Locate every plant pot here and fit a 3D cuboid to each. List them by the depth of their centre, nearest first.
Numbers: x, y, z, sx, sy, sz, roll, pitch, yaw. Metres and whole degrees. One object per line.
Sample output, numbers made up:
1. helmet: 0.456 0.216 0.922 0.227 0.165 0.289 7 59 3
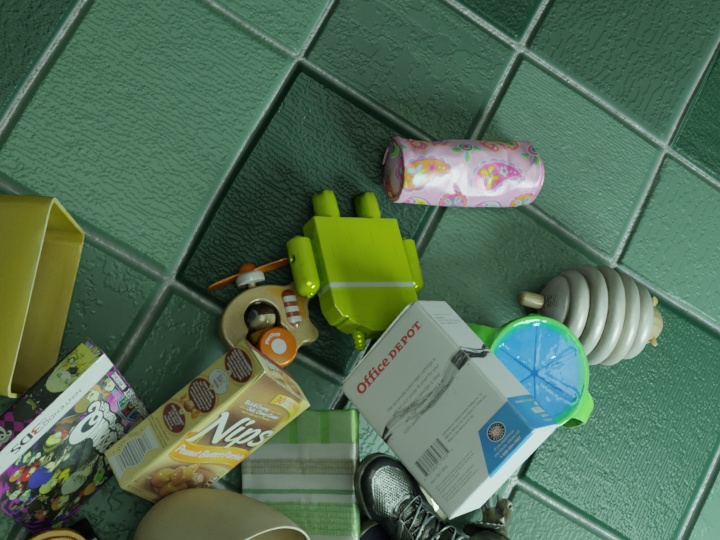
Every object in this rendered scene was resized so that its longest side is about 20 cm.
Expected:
1. plant pot: -0.412 0.021 1.185 0.176 0.200 0.201 11 80 -3
2. plant pot: -0.171 0.314 1.216 0.200 0.201 0.134 -40 55 -17

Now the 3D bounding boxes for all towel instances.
1. towel: -0.068 0.260 1.300 0.149 0.031 0.201 -2 81 18

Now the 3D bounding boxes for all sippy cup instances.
1. sippy cup: 0.188 0.127 1.370 0.139 0.130 0.178 -22 90 -19

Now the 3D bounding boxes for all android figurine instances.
1. android figurine: 0.000 0.000 1.346 0.181 0.041 0.201 -2 68 -35

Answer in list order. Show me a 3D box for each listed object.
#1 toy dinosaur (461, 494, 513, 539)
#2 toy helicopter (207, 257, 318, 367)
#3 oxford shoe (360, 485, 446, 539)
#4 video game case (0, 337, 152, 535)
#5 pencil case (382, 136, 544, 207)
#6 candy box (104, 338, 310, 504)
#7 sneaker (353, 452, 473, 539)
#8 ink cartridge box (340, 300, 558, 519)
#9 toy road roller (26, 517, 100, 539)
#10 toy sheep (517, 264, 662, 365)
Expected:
1. toy dinosaur: 0.155 0.341 1.319 0.102 0.200 0.077 40 108 1
2. toy helicopter: -0.090 0.028 1.343 0.132 0.079 0.200 47 63 3
3. oxford shoe: 0.054 0.302 1.339 0.200 0.074 0.071 -35 94 -17
4. video game case: -0.312 0.183 1.190 0.036 0.200 0.181 37 72 26
5. pencil case: 0.129 -0.124 1.411 0.199 0.087 0.088 -1 84 -17
6. candy box: -0.166 0.173 1.237 0.200 0.115 0.055 -39 56 4
7. sneaker: 0.072 0.285 1.246 0.076 0.114 0.200 -40 114 -25
8. ink cartridge box: 0.097 0.151 1.267 0.200 0.084 0.145 48 111 22
9. toy road roller: -0.299 0.369 1.190 0.123 0.146 0.201 -30 92 -17
10. toy sheep: 0.287 0.055 1.407 0.199 0.138 0.139 7 82 -15
